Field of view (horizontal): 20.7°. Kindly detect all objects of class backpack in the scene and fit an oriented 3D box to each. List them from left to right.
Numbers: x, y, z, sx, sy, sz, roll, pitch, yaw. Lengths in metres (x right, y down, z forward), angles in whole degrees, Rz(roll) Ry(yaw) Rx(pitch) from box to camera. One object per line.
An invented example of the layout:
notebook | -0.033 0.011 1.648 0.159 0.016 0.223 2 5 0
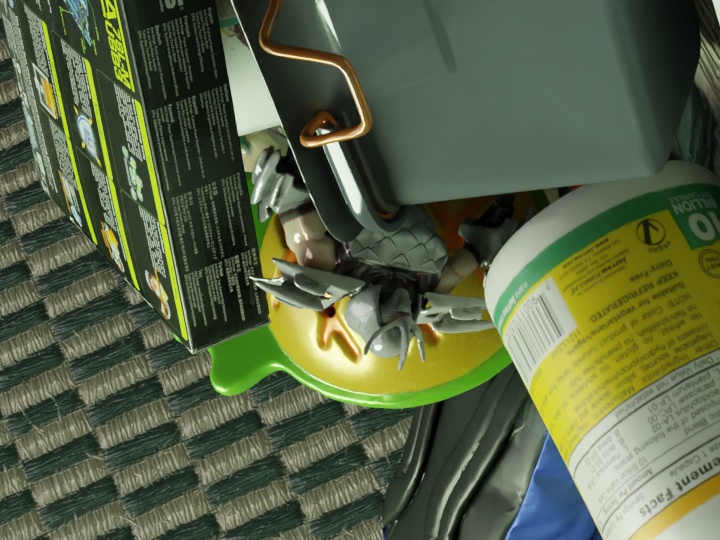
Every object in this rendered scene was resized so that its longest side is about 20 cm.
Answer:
backpack | 0.109 0.100 1.079 0.163 0.166 0.202 -126 44 -54

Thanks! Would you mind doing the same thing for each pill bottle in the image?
pill bottle | 0.138 0.066 0.786 0.113 0.112 0.201 73 172 -66

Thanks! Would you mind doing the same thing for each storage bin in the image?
storage bin | 0.038 -0.110 0.709 0.146 0.133 0.201 -65 -36 -42

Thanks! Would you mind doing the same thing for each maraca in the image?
maraca | 0.000 0.000 0.952 0.107 0.198 0.138 43 -134 -61

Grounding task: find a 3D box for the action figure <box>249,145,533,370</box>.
action figure | 0.010 -0.050 0.854 0.069 0.129 0.202 -31 51 45

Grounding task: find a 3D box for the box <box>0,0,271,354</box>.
box | -0.111 -0.093 0.873 0.193 0.047 0.202 38 143 51

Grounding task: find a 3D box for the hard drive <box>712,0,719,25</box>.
hard drive | 0.150 -0.043 0.598 0.132 0.026 0.201 -122 9 -66

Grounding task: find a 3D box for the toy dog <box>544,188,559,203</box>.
toy dog | 0.038 -0.027 1.199 0.200 0.192 0.141 -38 58 53

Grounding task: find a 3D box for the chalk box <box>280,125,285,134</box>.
chalk box | -0.026 -0.182 1.466 0.200 0.123 0.126 77 168 -72

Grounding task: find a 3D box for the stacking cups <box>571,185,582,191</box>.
stacking cups | 0.150 0.040 0.935 0.061 0.060 0.202 -131 21 -78

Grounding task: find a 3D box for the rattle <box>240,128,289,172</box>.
rattle | -0.011 -0.079 1.066 0.200 0.144 0.130 40 -151 25

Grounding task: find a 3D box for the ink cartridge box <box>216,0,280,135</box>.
ink cartridge box | -0.049 -0.168 1.005 0.146 0.198 0.148 -71 -37 -57
